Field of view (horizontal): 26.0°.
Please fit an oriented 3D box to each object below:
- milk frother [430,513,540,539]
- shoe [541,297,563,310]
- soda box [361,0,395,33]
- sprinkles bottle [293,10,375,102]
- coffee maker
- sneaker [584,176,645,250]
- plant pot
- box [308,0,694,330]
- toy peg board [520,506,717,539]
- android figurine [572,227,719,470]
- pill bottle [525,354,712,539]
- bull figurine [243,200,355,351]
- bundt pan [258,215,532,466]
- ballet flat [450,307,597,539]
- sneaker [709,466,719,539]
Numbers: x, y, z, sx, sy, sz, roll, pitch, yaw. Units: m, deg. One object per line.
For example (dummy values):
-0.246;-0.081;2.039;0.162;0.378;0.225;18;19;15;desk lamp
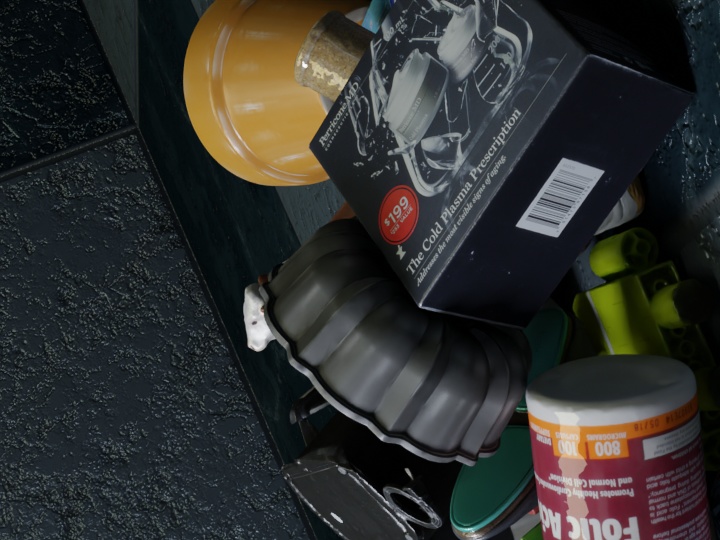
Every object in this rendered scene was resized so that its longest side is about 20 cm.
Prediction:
0.104;0.159;1.380;0.180;0.188;0.201;43;151;58;milk frother
0.122;0.037;1.352;0.200;0.071;0.091;54;152;29;shoe
0.054;-0.210;1.262;0.064;0.068;0.200;66;166;8;soda box
0.046;-0.131;1.223;0.200;0.068;0.068;31;155;12;sprinkles bottle
0.062;0.120;1.229;0.192;0.200;0.135;7;139;50;coffee maker
0.132;-0.042;1.160;0.076;0.087;0.200;66;164;8;sneaker
-0.036;-0.177;1.443;0.183;0.200;0.201;7;119;58;plant pot
0.084;-0.098;1.034;0.200;0.104;0.182;-57;43;23;box
0.197;0.210;1.192;0.200;0.098;0.199;54;167;-5;toy peg board
0.212;0.061;1.125;0.200;0.041;0.183;142;106;-75;android figurine
0.177;0.167;1.048;0.114;0.114;0.201;-153;53;-70;pill bottle
0.000;0.000;1.197;0.121;0.200;0.065;45;167;-24;bull figurine
0.035;0.035;1.065;0.076;0.201;0.202;-55;45;23;bundt pan
0.126;0.121;1.129;0.073;0.200;0.073;18;149;11;ballet flat
0.255;0.149;1.016;0.096;0.079;0.200;-126;20;-51;sneaker
